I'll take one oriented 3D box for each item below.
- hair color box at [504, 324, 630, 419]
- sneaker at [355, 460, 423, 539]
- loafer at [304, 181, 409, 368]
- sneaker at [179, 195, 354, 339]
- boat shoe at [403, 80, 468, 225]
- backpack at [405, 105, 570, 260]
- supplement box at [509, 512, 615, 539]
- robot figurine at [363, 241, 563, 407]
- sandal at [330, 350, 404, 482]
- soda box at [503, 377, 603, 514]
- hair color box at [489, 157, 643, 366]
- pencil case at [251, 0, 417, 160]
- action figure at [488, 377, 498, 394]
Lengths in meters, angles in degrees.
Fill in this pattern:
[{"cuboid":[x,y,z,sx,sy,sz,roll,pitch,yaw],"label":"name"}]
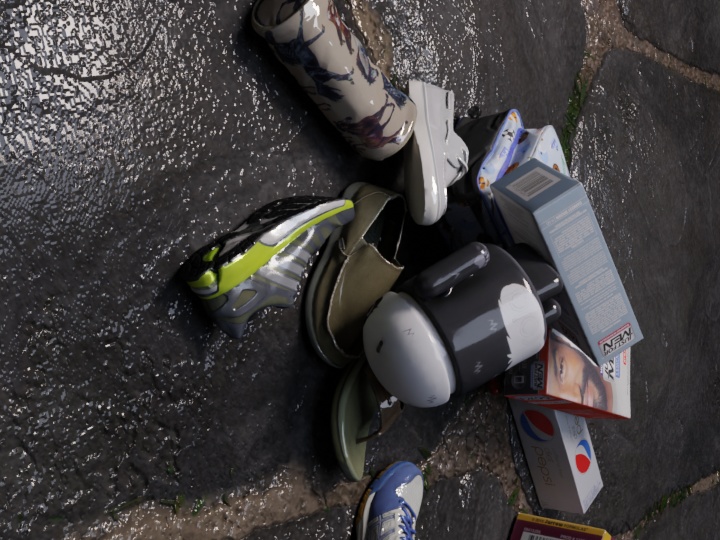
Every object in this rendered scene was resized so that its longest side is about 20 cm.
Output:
[{"cuboid":[0.255,0.112,1.133,0.200,0.064,0.111,19,70,-44],"label":"hair color box"},{"cuboid":[0.035,0.291,0.959,0.075,0.088,0.201,47,54,-33],"label":"sneaker"},{"cuboid":[0.000,0.000,0.948,0.075,0.069,0.201,27,68,-44],"label":"loafer"},{"cuboid":[-0.078,-0.011,0.872,0.200,0.074,0.081,-35,120,-36],"label":"sneaker"},{"cuboid":[0.082,-0.126,0.998,0.201,0.068,0.072,-94,-169,-47],"label":"boat shoe"},{"cuboid":[0.169,-0.071,1.093,0.200,0.153,0.191,-57,137,-37],"label":"backpack"},{"cuboid":[0.284,0.406,1.200,0.200,0.131,0.104,44,58,-36],"label":"supplement box"},{"cuboid":[0.098,0.049,0.912,0.199,0.125,0.151,-27,101,-15],"label":"robot figurine"},{"cuboid":[0.020,0.118,0.962,0.202,0.057,0.080,-69,150,-27],"label":"sandal"},{"cuboid":[0.253,0.214,1.220,0.064,0.068,0.201,-35,114,-44],"label":"soda box"},{"cuboid":[0.214,-0.008,0.968,0.060,0.099,0.200,-31,118,-4],"label":"hair color box"},{"cuboid":[-0.023,-0.204,0.930,0.200,0.078,0.090,47,41,-36],"label":"pencil case"},{"cuboid":[0.123,0.098,1.086,0.200,0.065,0.052,33,47,-43],"label":"action figure"}]
